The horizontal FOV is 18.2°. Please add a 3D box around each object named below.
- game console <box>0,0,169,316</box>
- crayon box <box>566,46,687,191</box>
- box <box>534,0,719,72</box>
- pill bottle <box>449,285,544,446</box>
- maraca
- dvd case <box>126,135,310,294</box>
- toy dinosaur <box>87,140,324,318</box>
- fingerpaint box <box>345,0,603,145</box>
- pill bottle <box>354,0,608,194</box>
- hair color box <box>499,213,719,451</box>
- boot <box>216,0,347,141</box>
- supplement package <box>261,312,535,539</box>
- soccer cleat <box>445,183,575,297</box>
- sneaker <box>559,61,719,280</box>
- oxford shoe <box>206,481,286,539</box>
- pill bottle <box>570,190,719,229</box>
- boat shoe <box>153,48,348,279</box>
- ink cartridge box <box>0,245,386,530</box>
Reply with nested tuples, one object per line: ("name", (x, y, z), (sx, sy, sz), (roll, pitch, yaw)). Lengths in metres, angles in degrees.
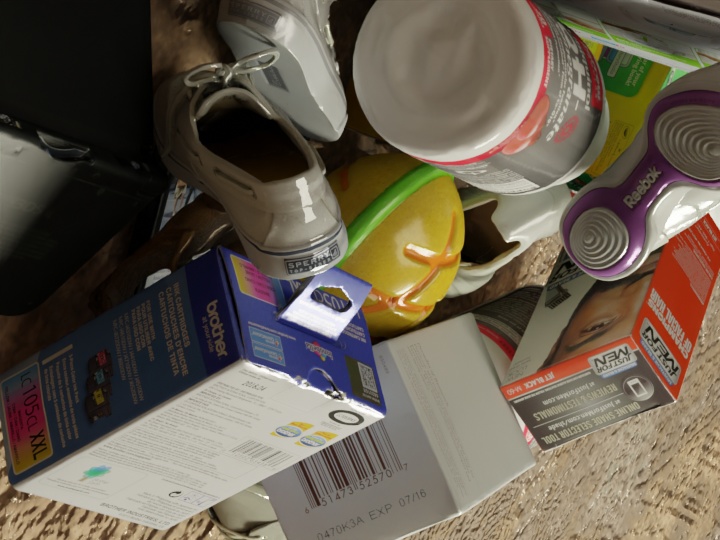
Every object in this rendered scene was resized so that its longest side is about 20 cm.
("game console", (-0.194, -0.082, 1.139), (0.176, 0.117, 0.200), (-42, 155, 16))
("crayon box", (0.185, -0.157, 1.626), (0.201, 0.118, 0.058), (-63, 151, -8))
("box", (0.186, -0.186, 1.351), (0.097, 0.199, 0.176), (-68, 159, -4))
("pill bottle", (0.117, 0.073, 1.664), (0.200, 0.110, 0.111), (-21, 127, -53))
("maraca", (0.000, 0.000, 1.443), (0.137, 0.107, 0.200), (-32, 163, -37))
("dvd case", (-0.099, 0.008, 1.364), (0.142, 0.017, 0.201), (-5, 114, -57))
("toy dinosaur", (-0.072, -0.036, 1.281), (0.200, 0.106, 0.061), (-36, 120, -26))
("fingerpaint box", (0.084, -0.154, 1.504), (0.200, 0.073, 0.168), (7, 103, -58))
("pill bottle", (0.081, -0.106, 1.329), (0.200, 0.110, 0.111), (17, 95, -67))
("hair color box", (0.179, 0.029, 1.561), (0.064, 0.111, 0.200), (53, 34, -19))
("boot", (-0.028, -0.146, 1.290), (0.200, 0.073, 0.096), (78, 36, -76))
("supplement package", (0.020, 0.109, 1.450), (0.118, 0.116, 0.200), (65, 18, 4))
("soccer cleat", (0.072, -0.023, 1.510), (0.077, 0.069, 0.200), (-32, 180, -30))
("sneaker", (0.199, -0.075, 1.343), (0.100, 0.075, 0.200), (-37, 177, -46))
("oxford shoe", (-0.067, 0.161, 1.472), (0.058, 0.075, 0.200), (-56, 153, -7))
("pill bottle", (0.242, -0.082, 1.691), (0.111, 0.199, 0.111), (-39, 142, -40))
("boat shoe", (-0.068, -0.078, 1.193), (0.074, 0.202, 0.086), (-19, 125, -11))
("ink cartridge box", (-0.081, 0.062, 1.235), (0.136, 0.199, 0.077), (25, 44, -52))
